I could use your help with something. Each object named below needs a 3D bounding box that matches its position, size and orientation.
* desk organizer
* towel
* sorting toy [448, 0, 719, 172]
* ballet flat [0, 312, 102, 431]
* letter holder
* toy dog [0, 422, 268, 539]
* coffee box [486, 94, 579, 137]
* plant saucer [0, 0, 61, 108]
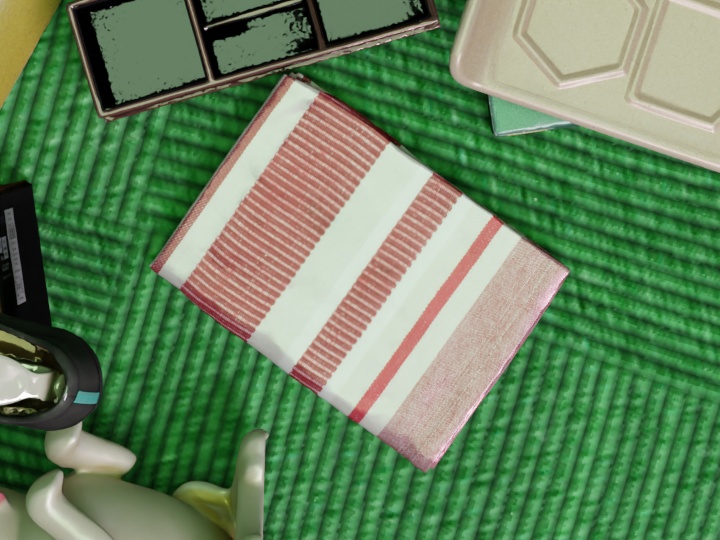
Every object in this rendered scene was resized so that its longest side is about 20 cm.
[{"bbox_3d":[-0.059,-0.142,1.631,0.199,0.077,0.072,-16,94,1],"label":"desk organizer"},{"bbox_3d":[0.000,0.000,1.670,0.200,0.023,0.144,36,95,-1],"label":"towel"},{"bbox_3d":[0.164,-0.163,1.612,0.199,0.036,0.186,18,92,-9],"label":"sorting toy"},{"bbox_3d":[-0.225,0.035,1.445,0.199,0.068,0.068,10,94,0],"label":"ballet flat"},{"bbox_3d":[-0.249,0.014,1.579,0.141,0.200,0.101,-8,94,1],"label":"letter holder"},{"bbox_3d":[-0.155,0.170,1.638,0.199,0.140,0.195,5,130,-2],"label":"toy dog"},{"bbox_3d":[0.118,-0.180,1.645,0.122,0.044,0.201,-9,94,-2],"label":"coffee box"},{"bbox_3d":[-0.253,-0.203,1.640,0.199,0.048,0.201,30,93,-2],"label":"plant saucer"}]
